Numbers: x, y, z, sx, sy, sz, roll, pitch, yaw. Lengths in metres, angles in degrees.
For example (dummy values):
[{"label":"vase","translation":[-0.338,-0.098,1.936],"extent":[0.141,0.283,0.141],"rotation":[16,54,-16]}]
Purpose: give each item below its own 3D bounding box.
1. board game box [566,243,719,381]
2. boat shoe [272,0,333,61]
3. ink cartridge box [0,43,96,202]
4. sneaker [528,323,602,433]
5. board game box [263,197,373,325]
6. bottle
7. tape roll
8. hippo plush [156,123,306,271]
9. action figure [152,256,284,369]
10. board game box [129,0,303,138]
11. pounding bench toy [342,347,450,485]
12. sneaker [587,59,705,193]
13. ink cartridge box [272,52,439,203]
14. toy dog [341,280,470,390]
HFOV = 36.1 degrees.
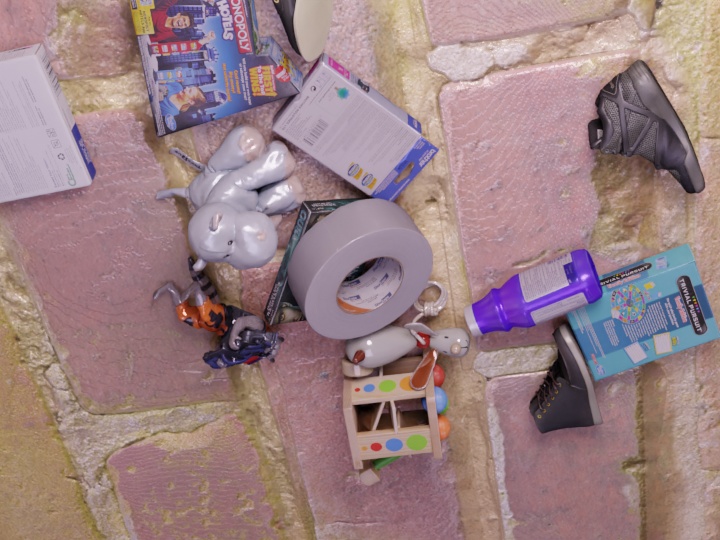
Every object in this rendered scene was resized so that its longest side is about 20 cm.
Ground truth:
[{"label":"board game box","translation":[0.412,0.064,1.629],"extent":[0.197,0.047,0.152],"rotation":[-21,122,14]},{"label":"boat shoe","translation":[-0.080,-0.351,1.345],"extent":[0.062,0.074,0.203],"rotation":[22,142,29]},{"label":"ink cartridge box","translation":[-0.479,-0.187,1.473],"extent":[0.196,0.044,0.199],"rotation":[-9,125,10]},{"label":"sneaker","translation":[0.300,0.176,1.689],"extent":[0.105,0.075,0.202],"rotation":[-17,124,9]},{"label":"board game box","translation":[-0.051,-0.012,1.556],"extent":[0.133,0.028,0.202],"rotation":[-6,132,-36]},{"label":"bottle","translation":[0.247,0.039,1.592],"extent":[0.197,0.084,0.066],"rotation":[-24,122,15]},{"label":"tape roll","translation":[0.000,0.000,1.526],"extent":[0.197,0.066,0.202],"rotation":[-19,138,-18]},{"label":"hippo plush","translation":[-0.169,-0.091,1.461],"extent":[0.197,0.162,0.161],"rotation":[17,124,-11]},{"label":"action figure","translation":[-0.185,0.070,1.608],"extent":[0.193,0.106,0.199],"rotation":[36,148,-28]},{"label":"board game box","translation":[-0.175,-0.277,1.395],"extent":[0.196,0.062,0.203],"rotation":[-4,124,2]},{"label":"pounding bench toy","translation":[0.063,0.237,1.707],"extent":[0.153,0.125,0.203],"rotation":[-6,125,5]},{"label":"sneaker","translation":[0.372,-0.168,1.455],"extent":[0.113,0.077,0.200],"rotation":[-31,116,23]},{"label":"ink cartridge box","translation":[-0.005,-0.183,1.470],"extent":[0.199,0.042,0.119],"rotation":[34,119,-18]},{"label":"toy dog","translation":[0.057,0.111,1.613],"extent":[0.197,0.097,0.134],"rotation":[-21,106,9]}]
